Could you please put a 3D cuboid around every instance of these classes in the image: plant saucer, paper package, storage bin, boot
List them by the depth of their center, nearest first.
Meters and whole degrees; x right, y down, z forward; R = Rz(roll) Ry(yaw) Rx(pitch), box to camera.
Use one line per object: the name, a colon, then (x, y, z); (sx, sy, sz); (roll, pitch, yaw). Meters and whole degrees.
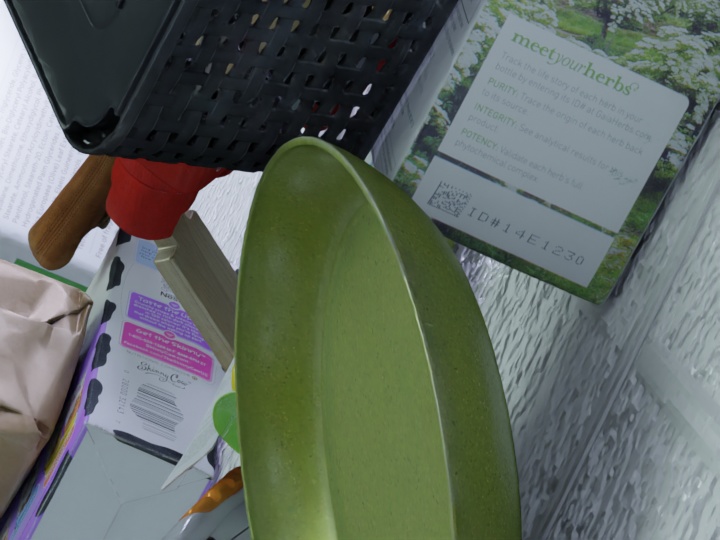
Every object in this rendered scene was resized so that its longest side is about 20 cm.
plant saucer: (0.006, 0.059, 0.832); (0.200, 0.031, 0.201); (173, 90, -72)
storage bin: (-0.027, -0.139, 0.860); (0.200, 0.094, 0.135); (-58, 42, 32)
paper package: (-0.259, 0.066, 1.434); (0.200, 0.190, 0.104); (124, 164, -49)
boot: (-0.072, -0.095, 1.458); (0.188, 0.068, 0.200); (-46, -7, -41)

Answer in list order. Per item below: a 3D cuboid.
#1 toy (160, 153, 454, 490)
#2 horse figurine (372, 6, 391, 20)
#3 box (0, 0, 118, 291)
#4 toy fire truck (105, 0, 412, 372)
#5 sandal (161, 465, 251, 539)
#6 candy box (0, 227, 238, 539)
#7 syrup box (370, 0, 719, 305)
toy: (0.000, 0.000, 1.084); (0.115, 0.047, 0.200); (-44, 11, 43)
horse figurine: (0.000, -0.179, 1.064); (0.050, 0.200, 0.133); (-21, 13, 40)
box: (-0.222, -0.039, 1.874); (0.199, 0.171, 0.200); (-53, 18, 50)
toy fire truck: (-0.046, -0.064, 1.290); (0.176, 0.129, 0.200); (-43, -13, -42)
sandal: (-0.042, 0.112, 1.072); (0.079, 0.059, 0.207); (-51, -4, 27)
candy box: (-0.131, 0.097, 1.451); (0.200, 0.071, 0.168); (-87, 24, -59)
syrup box: (0.081, -0.100, 0.858); (0.200, 0.079, 0.081); (-63, 12, 18)
